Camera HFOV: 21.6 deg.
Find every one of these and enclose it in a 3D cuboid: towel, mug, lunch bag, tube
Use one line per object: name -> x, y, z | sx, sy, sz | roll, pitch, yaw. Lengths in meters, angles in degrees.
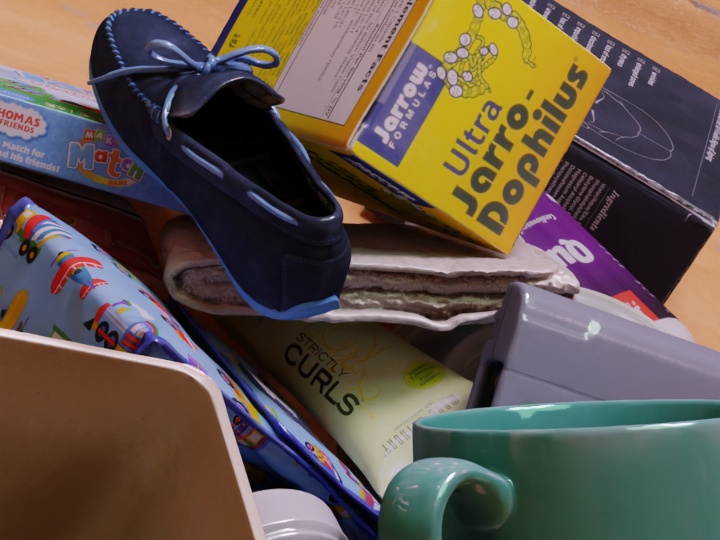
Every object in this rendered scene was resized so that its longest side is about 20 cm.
towel -> 0.000, 0.000, 0.939 | 0.200, 0.034, 0.133 | 3, 9, -9
mug -> 0.084, 0.116, 0.773 | 0.185, 0.114, 0.152 | -3, 0, -14
lunch bag -> -0.078, 0.071, 0.866 | 0.200, 0.094, 0.151 | 31, 6, -40
tube -> -0.008, 0.047, 0.951 | 0.052, 0.058, 0.200 | 14, 15, -37

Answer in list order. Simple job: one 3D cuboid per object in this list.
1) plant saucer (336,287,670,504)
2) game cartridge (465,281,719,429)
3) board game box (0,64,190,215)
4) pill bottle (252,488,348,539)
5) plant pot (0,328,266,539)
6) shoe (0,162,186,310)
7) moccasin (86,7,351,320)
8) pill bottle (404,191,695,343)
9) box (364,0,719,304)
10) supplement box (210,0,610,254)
plant saucer -> 0.087, 0.079, 0.949 | 0.200, 0.050, 0.200 | -1, 55, 1
game cartridge -> 0.100, 0.119, 0.877 | 0.133, 0.200, 0.040 | 19, -5, -23
board game box -> -0.135, -0.070, 1.001 | 0.151, 0.037, 0.200 | 15, 6, -11
pill bottle -> -0.012, 0.186, 0.744 | 0.109, 0.109, 0.200 | 7, 37, -35
plant pot -> -0.150, 0.145, 0.613 | 0.200, 0.177, 0.200 | 12, 35, -29
shoe -> -0.179, -0.007, 0.924 | 0.200, 0.071, 0.091 | 12, 29, -37
moccasin -> -0.057, -0.066, 0.871 | 0.080, 0.068, 0.200 | -20, 54, -34
pill bottle -> 0.111, 0.038, 1.072 | 0.112, 0.112, 0.200 | -10, 48, -48
box -> 0.134, -0.074, 1.251 | 0.197, 0.124, 0.200 | 30, 29, 2
supplement box -> 0.013, -0.095, 0.971 | 0.110, 0.109, 0.200 | 31, -4, -30
